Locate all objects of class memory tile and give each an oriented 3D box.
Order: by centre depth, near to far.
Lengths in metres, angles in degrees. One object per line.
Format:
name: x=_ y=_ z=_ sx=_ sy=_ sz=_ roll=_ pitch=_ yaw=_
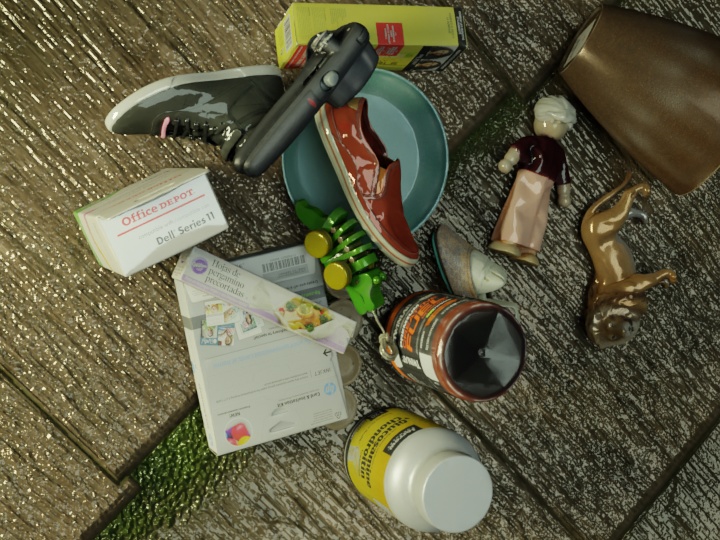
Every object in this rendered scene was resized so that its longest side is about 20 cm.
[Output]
memory tile: x=-0.069 y=0.079 z=1.378 sx=0.152 sy=0.017 sz=0.201 roll=2 pitch=93 yaw=-21

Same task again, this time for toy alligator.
toy alligator: x=0.000 y=0.000 z=1.312 sx=0.201 sy=0.054 sz=0.059 roll=58 pitch=34 yaw=4

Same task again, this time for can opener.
can opener: x=-0.055 y=-0.172 z=1.251 sx=0.079 sy=0.063 sz=0.200 roll=45 pitch=74 yaw=-19

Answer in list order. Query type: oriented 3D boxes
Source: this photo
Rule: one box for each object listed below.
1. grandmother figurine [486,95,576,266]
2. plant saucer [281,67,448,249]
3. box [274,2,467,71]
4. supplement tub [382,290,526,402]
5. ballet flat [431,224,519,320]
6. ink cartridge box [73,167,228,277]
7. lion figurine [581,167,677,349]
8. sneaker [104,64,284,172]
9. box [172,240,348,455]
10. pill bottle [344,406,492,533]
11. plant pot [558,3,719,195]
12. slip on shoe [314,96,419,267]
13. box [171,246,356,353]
grandmother figurine: x=0.205 y=-0.112 z=1.448 sx=0.121 sy=0.060 sz=0.201 roll=24 pitch=82 yaw=-48
plant saucer: x=0.002 y=-0.125 z=1.378 sx=0.199 sy=0.036 sz=0.201 roll=-2 pitch=95 yaw=-21
box: x=0.012 y=-0.254 z=1.347 sx=0.199 sy=0.075 sz=0.050 roll=-2 pitch=77 yaw=-21
supplement tub: x=0.091 y=0.077 z=1.340 sx=0.106 sy=0.200 sz=0.108 roll=-1 pitch=94 yaw=-21
ballet flat: x=0.145 y=0.033 z=1.424 sx=0.067 sy=0.068 sz=0.201 roll=-13 pitch=111 yaw=25
ink cartridge box: x=-0.206 y=-0.050 z=1.218 sx=0.117 sy=0.200 sz=0.068 roll=-27 pitch=103 yaw=-16
lion figurine: x=0.308 y=-0.014 z=1.493 sx=0.122 sy=0.072 sz=0.201 roll=-18 pitch=86 yaw=-5
sneaker: x=-0.159 y=-0.148 z=1.282 sx=0.199 sy=0.071 sz=0.100 roll=-15 pitch=73 yaw=-22
box: x=-0.106 y=0.082 z=1.334 sx=0.155 sy=0.041 sz=0.201 roll=-14 pitch=98 yaw=-19
pill bottle: x=0.064 y=0.219 z=1.341 sx=0.111 sy=0.200 sz=0.113 roll=-2 pitch=95 yaw=-21
plant pot: x=0.339 y=-0.218 z=1.437 sx=0.199 sy=0.187 sz=0.188 roll=30 pitch=84 yaw=-5
slip on shoe: x=0.018 y=-0.095 z=1.324 sx=0.061 sy=0.074 sz=0.201 roll=-22 pitch=100 yaw=17
box: x=-0.099 y=0.031 z=1.290 sx=0.199 sy=0.041 sz=0.039 roll=26 pitch=83 yaw=-20
